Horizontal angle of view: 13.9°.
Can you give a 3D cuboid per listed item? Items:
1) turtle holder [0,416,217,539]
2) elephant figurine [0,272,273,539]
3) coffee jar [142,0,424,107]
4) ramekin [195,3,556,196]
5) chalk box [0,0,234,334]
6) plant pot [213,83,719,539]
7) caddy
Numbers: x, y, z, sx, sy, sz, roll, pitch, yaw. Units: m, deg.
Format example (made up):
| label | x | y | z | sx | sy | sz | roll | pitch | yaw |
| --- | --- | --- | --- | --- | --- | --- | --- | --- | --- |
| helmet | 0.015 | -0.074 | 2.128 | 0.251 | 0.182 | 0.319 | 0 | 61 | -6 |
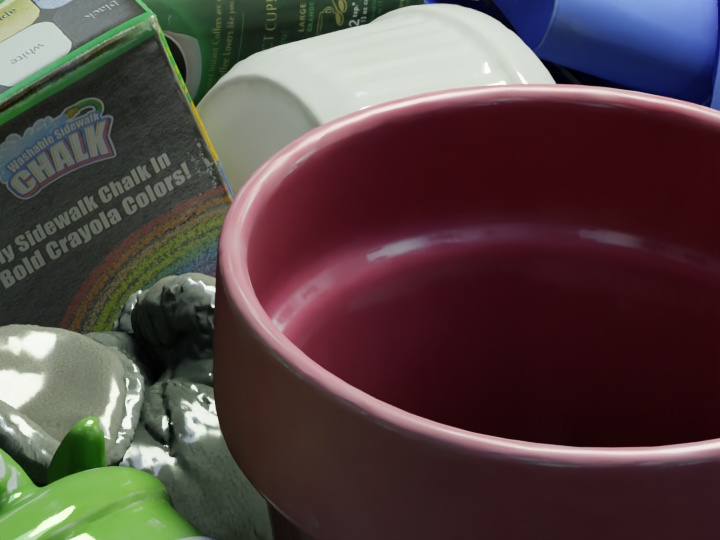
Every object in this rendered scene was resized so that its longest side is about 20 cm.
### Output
| label | x | y | z | sx | sy | sz | roll | pitch | yaw |
| --- | --- | --- | --- | --- | --- | --- | --- | --- | --- |
| turtle holder | -0.079 | 0.134 | 0.791 | 0.132 | 0.141 | 0.186 | 44 | -17 | 13 |
| elephant figurine | -0.126 | 0.061 | 0.918 | 0.200 | 0.142 | 0.155 | 8 | -1 | -40 |
| coffee jar | -0.080 | -0.106 | 1.209 | 0.199 | 0.104 | 0.085 | -4 | 46 | -20 |
| ramekin | 0.000 | 0.000 | 1.127 | 0.094 | 0.203 | 0.202 | -4 | 31 | -32 |
| chalk box | -0.128 | -0.043 | 1.037 | 0.124 | 0.200 | 0.124 | -31 | 39 | -11 |
| plant pot | 0.055 | 0.070 | 0.847 | 0.199 | 0.179 | 0.200 | 3 | 31 | -2 |
| caddy | 0.089 | -0.094 | 1.226 | 0.105 | 0.142 | 0.200 | 11 | 23 | -22 |
